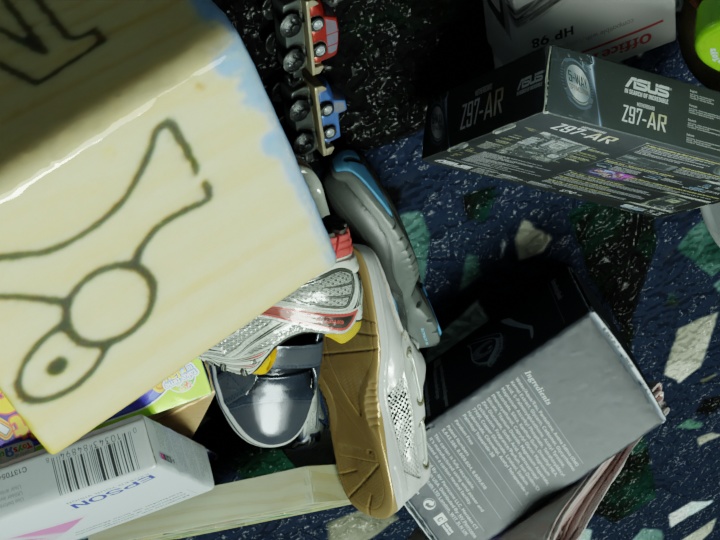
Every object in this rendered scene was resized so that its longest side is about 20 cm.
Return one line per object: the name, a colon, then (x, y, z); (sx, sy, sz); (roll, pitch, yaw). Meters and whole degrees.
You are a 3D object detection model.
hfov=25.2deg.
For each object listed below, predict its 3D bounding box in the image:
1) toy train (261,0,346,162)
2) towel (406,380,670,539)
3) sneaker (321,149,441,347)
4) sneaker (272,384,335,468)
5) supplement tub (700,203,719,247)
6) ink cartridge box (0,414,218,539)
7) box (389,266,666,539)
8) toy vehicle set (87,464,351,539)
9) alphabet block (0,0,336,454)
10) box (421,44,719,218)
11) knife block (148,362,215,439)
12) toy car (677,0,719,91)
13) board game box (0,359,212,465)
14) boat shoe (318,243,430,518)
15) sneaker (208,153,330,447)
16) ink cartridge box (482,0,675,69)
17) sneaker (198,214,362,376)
toy train: (-0.036, -0.151, 1.016); (0.045, 0.034, 0.201); (-26, 138, -20)
towel: (0.134, 0.172, 1.274); (0.191, 0.032, 0.199); (-45, -168, -36)
sneaker: (0.000, 0.000, 1.150); (0.081, 0.074, 0.201); (-21, 135, 0)
sneaker: (-0.057, 0.100, 1.187); (0.076, 0.086, 0.201); (7, 142, 17)
supplement tub: (0.366, -0.079, 1.225); (0.198, 0.123, 0.124); (-12, 136, -16)
ink cartridge box: (-0.205, 0.163, 1.111); (0.194, 0.044, 0.200); (-20, 162, 5)
box: (0.117, 0.106, 1.238); (0.199, 0.148, 0.105); (-34, 100, 9)
toy vehicle set: (-0.092, 0.176, 1.212); (0.198, 0.027, 0.124); (-15, 168, 26)
alphabet block: (-0.160, -0.060, 0.897); (0.199, 0.197, 0.196); (-33, 137, -9)
box: (0.162, -0.085, 1.048); (0.198, 0.044, 0.160); (11, 168, -23)
knife block: (-0.188, 0.068, 1.124); (0.174, 0.064, 0.201); (8, 127, -34)
toy car: (0.276, -0.163, 1.071); (0.156, 0.166, 0.201); (9, 152, 3)
board game box: (-0.211, 0.046, 1.051); (0.198, 0.045, 0.136); (-19, 107, -5)
boat shoe: (0.012, 0.069, 1.127); (0.069, 0.070, 0.203); (-26, 117, -42)
sneaker: (-0.058, 0.021, 1.059); (0.077, 0.079, 0.203); (-5, 96, -22)
ink cartridge box: (0.140, -0.193, 1.039); (0.115, 0.067, 0.201); (-21, 138, -6)
sneaker: (-0.092, 0.034, 0.989); (0.198, 0.078, 0.083); (-16, 105, 12)
